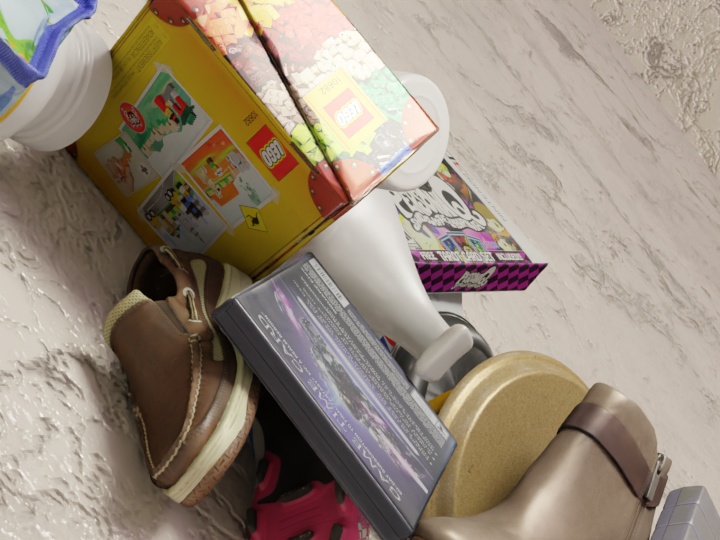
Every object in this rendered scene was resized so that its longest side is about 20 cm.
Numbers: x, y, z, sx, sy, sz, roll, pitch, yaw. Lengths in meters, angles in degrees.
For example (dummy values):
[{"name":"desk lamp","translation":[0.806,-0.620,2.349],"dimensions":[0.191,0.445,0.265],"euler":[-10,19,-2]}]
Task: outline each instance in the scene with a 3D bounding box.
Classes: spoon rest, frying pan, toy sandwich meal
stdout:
[{"name":"spoon rest","translation":[0.000,0.000,1.121],"dimensions":[0.200,0.099,0.061],"euler":[47,0,35]},{"name":"frying pan","translation":[0.065,0.117,1.178],"dimensions":[0.115,0.031,0.190],"euler":[-37,118,-40]},{"name":"toy sandwich meal","translation":[0.094,0.141,1.135],"dimensions":[0.205,0.070,0.206],"euler":[4,83,-43]}]

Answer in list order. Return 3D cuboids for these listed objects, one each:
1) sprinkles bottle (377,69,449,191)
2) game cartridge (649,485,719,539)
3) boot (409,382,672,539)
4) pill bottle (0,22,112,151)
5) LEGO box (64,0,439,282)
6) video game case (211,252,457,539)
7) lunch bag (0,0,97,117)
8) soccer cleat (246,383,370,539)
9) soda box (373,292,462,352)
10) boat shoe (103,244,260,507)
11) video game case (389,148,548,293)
[{"name":"sprinkles bottle","translation":[-0.041,-0.093,1.090],"dimensions":[0.200,0.068,0.068],"euler":[13,-12,42]},{"name":"game cartridge","translation":[0.221,0.245,1.096],"dimensions":[0.200,0.038,0.130],"euler":[63,28,-17]},{"name":"boot","translation":[0.110,0.131,1.038],"dimensions":[0.070,0.146,0.200],"euler":[23,-14,34]},{"name":"pill bottle","translation":[-0.216,-0.125,0.903],"dimensions":[0.200,0.104,0.104],"euler":[27,30,-52]},{"name":"LEGO box","translation":[-0.071,-0.078,1.005],"dimensions":[0.149,0.200,0.077],"euler":[50,58,-3]},{"name":"video game case","translation":[-0.008,0.061,0.958],"dimensions":[0.143,0.019,0.200],"euler":[53,12,0]},{"name":"lunch bag","translation":[-0.238,-0.118,0.731],"dimensions":[0.200,0.170,0.127],"euler":[46,21,-16]},{"name":"soccer cleat","translation":[-0.022,0.106,0.980],"dimensions":[0.086,0.070,0.200],"euler":[48,19,-42]},{"name":"soda box","translation":[0.028,0.012,1.279],"dimensions":[0.068,0.063,0.200],"euler":[45,19,-16]},{"name":"boat shoe","translation":[-0.100,0.047,0.924],"dimensions":[0.075,0.075,0.202],"euler":[32,17,-16]},{"name":"video game case","translation":[0.023,-0.058,1.256],"dimensions":[0.181,0.036,0.200],"euler":[50,24,22]}]
